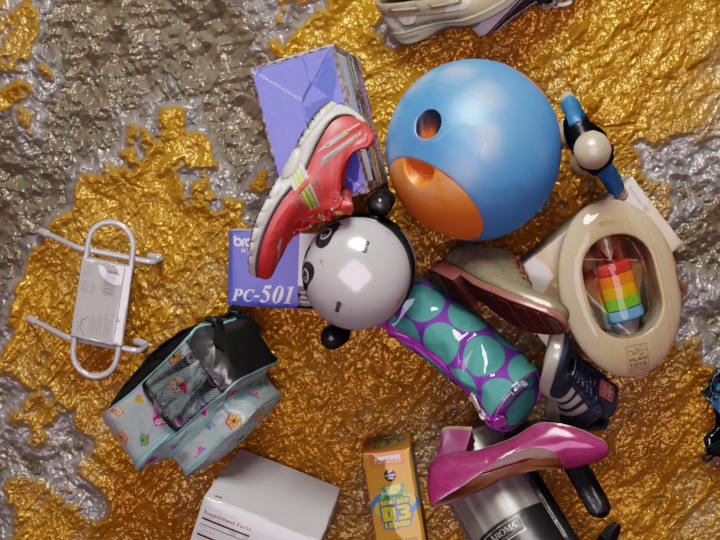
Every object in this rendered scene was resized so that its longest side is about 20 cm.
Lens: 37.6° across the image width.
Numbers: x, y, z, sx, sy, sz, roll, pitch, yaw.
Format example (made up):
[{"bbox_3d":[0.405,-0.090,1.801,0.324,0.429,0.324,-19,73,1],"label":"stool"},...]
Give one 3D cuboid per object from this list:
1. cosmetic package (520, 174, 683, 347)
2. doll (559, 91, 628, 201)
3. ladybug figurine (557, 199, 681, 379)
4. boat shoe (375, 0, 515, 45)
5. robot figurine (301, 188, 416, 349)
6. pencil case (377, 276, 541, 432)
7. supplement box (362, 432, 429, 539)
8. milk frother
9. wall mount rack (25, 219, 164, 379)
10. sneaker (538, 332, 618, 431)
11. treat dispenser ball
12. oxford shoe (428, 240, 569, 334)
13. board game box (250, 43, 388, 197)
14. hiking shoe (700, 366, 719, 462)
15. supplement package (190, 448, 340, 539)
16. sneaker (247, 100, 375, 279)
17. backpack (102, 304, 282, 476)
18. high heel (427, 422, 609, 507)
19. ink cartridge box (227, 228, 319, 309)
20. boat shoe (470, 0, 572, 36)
[{"bbox_3d":[0.269,-0.011,1.253,0.199,0.071,0.106,-40,90,10],"label":"cosmetic package"},{"bbox_3d":[0.255,-0.135,1.175,0.048,0.200,0.138,-30,92,9],"label":"doll"},{"bbox_3d":[0.283,0.021,1.178,0.134,0.072,0.203,-12,94,-2],"label":"ladybug figurine"},{"bbox_3d":[0.107,-0.321,1.203,0.198,0.073,0.065,-13,135,35],"label":"boat shoe"},{"bbox_3d":[-0.001,-0.002,1.179,0.123,0.200,0.152,-19,93,8],"label":"robot figurine"},{"bbox_3d":[0.118,0.097,1.244,0.092,0.086,0.200,-35,58,-26],"label":"pencil case"},{"bbox_3d":[0.048,0.311,1.322,0.065,0.069,0.203,-9,93,6],"label":"supplement box"},{"bbox_3d":[0.206,0.293,1.275,0.179,0.201,0.189,-29,60,-2],"label":"milk frother"},{"bbox_3d":[-0.344,0.027,1.339,0.171,0.075,0.203,11,98,2],"label":"wall mount rack"},{"bbox_3d":[0.255,0.129,1.217,0.083,0.201,0.076,8,64,19],"label":"sneaker"},{"bbox_3d":[0.127,-0.135,1.192,0.197,0.201,0.204,1,97,7],"label":"treat dispenser ball"},{"bbox_3d":[0.163,0.010,1.188,0.199,0.071,0.075,27,72,44],"label":"oxford shoe"},{"bbox_3d":[-0.041,-0.160,1.210,0.095,0.200,0.162,-13,95,9],"label":"board game box"},{"bbox_3d":[0.446,0.131,1.246,0.085,0.074,0.204,-2,96,7],"label":"hiking shoe"},{"bbox_3d":[-0.131,0.359,1.286,0.145,0.191,0.203,19,99,4],"label":"supplement package"},{"bbox_3d":[-0.050,-0.071,1.084,0.084,0.077,0.202,29,101,-2],"label":"sneaker"},{"bbox_3d":[-0.204,0.158,1.281,0.199,0.176,0.155,-32,90,16],"label":"backpack"},{"bbox_3d":[0.171,0.220,1.162,0.197,0.097,0.068,2,140,17],"label":"high heel"},{"bbox_3d":[-0.064,-0.001,1.310,0.197,0.044,0.096,2,95,7],"label":"ink cartridge box"},{"bbox_3d":[0.215,-0.336,1.224,0.068,0.074,0.199,40,106,-18],"label":"boat shoe"}]
